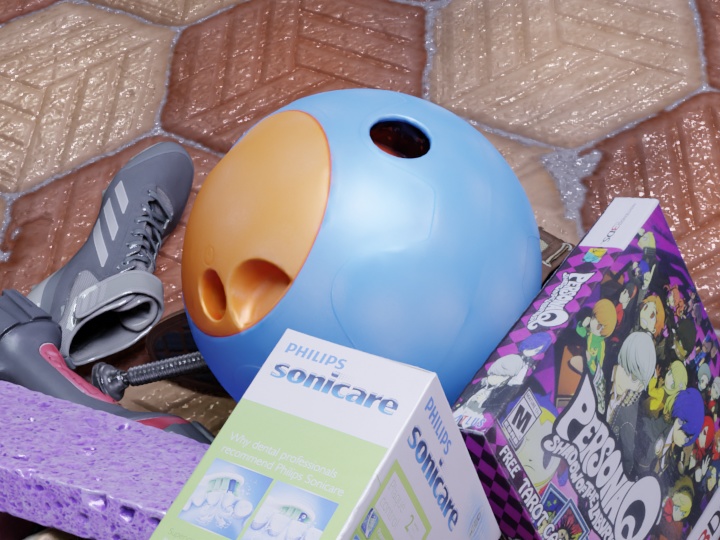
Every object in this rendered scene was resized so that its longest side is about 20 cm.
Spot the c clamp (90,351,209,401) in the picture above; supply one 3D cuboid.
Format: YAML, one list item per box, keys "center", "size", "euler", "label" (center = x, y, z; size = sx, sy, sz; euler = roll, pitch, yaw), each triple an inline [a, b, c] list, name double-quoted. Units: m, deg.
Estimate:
- center: [-0.100, 0.081, 0.893]
  size: [0.200, 0.027, 0.171]
  euler: [-19, 67, 11]
  label: "c clamp"

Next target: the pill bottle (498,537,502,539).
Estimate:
- center: [0.036, 0.201, 0.735]
  size: [0.114, 0.114, 0.200]
  euler: [-14, 46, -3]
  label: "pill bottle"

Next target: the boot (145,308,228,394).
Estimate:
- center: [-0.042, 0.031, 0.959]
  size: [0.200, 0.075, 0.097]
  euler: [-7, 21, 17]
  label: "boot"

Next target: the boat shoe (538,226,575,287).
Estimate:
- center: [0.095, 0.043, 0.902]
  size: [0.075, 0.075, 0.202]
  euler: [14, 51, 15]
  label: "boat shoe"

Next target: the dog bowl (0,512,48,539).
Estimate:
- center: [-0.251, 0.159, 0.816]
  size: [0.200, 0.074, 0.200]
  euler: [-15, 30, 8]
  label: "dog bowl"

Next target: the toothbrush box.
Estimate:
- center: [-0.028, 0.152, 0.624]
  size: [0.086, 0.146, 0.200]
  euler: [14, 57, 29]
  label: "toothbrush box"

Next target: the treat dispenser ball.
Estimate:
- center: [0.000, 0.000, 0.779]
  size: [0.200, 0.201, 0.201]
  euler: [-5, 47, 6]
  label: "treat dispenser ball"

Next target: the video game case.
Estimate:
- center: [0.141, 0.093, 0.761]
  size: [0.036, 0.200, 0.181]
  euler: [4, 43, 46]
  label: "video game case"

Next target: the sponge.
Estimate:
- center: [-0.135, 0.109, 0.744]
  size: [0.200, 0.030, 0.112]
  euler: [15, 12, 13]
  label: "sponge"

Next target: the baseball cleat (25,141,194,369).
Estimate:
- center: [-0.159, -0.008, 0.995]
  size: [0.106, 0.070, 0.200]
  euler: [12, 60, 39]
  label: "baseball cleat"

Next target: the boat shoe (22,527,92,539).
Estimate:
- center: [-0.114, 0.166, 0.779]
  size: [0.069, 0.200, 0.074]
  euler: [-11, 72, 46]
  label: "boat shoe"

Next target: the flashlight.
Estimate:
- center: [-0.166, 0.081, 0.868]
  size: [0.200, 0.068, 0.068]
  euler: [36, 83, 30]
  label: "flashlight"
